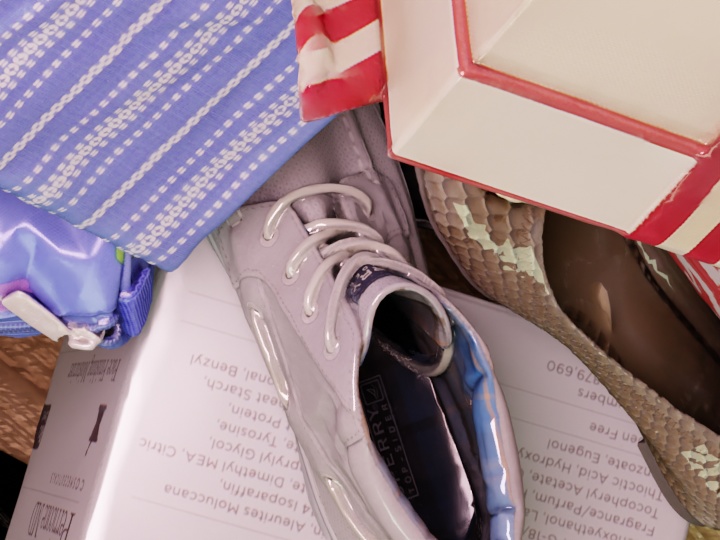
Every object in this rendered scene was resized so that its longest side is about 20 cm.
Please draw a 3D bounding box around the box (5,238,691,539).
[{"bbox_3d":[-0.007,0.073,1.003,0.199,0.132,0.199,17,173,-12],"label":"box"}]

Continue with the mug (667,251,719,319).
[{"bbox_3d":[0.175,-0.011,0.817,0.177,0.200,0.134,-24,155,-40],"label":"mug"}]

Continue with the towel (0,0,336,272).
[{"bbox_3d":[-0.059,-0.073,0.727,0.145,0.024,0.200,-41,144,16],"label":"towel"}]

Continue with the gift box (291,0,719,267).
[{"bbox_3d":[0.096,-0.094,0.649,0.184,0.201,0.187,20,138,-21],"label":"gift box"}]

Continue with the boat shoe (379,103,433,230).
[{"bbox_3d":[-0.029,-0.044,0.936,0.199,0.067,0.070,26,146,-32],"label":"boat shoe"}]

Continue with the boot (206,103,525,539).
[{"bbox_3d":[0.000,0.000,0.855,0.073,0.201,0.096,-23,-177,-17],"label":"boot"}]

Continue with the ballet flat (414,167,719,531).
[{"bbox_3d":[0.084,0.010,0.873,0.046,0.068,0.200,1,137,49],"label":"ballet flat"}]

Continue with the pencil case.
[{"bbox_3d":[-0.153,-0.010,0.855,0.198,0.087,0.078,-3,143,-2],"label":"pencil case"}]

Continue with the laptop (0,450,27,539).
[{"bbox_3d":[-0.187,0.134,1.151,0.200,0.116,0.187,34,-176,-44],"label":"laptop"}]
